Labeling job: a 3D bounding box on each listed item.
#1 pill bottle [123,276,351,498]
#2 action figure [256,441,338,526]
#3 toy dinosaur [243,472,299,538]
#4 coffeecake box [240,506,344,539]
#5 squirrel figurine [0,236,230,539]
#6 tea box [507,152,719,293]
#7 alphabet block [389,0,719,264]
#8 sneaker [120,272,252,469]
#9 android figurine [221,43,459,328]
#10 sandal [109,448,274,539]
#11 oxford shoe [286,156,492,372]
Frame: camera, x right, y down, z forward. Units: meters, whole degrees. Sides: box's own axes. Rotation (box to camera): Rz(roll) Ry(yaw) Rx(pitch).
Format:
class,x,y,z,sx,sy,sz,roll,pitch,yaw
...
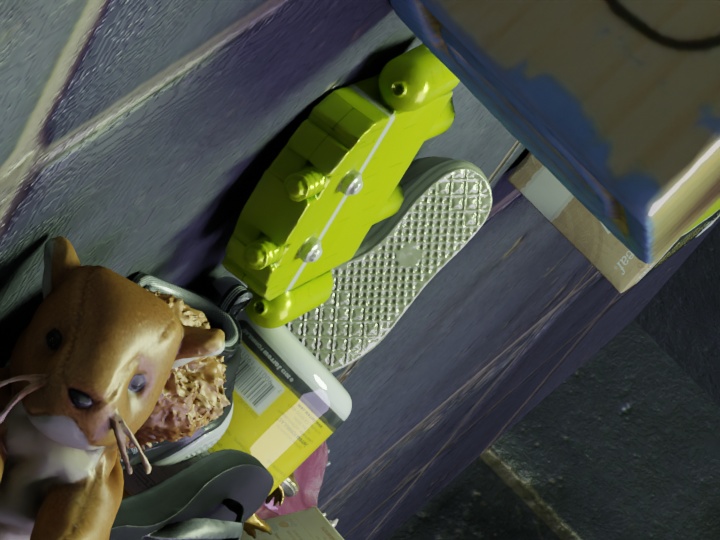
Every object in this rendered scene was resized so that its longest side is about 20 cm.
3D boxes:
class,x,y,z,sx,sy,sz,roll,pitch,yaw
pill bottle,-0.110,0.107,1.643,0.200,0.112,0.112,-44,172,-1
action figure,-0.086,0.133,2.055,0.148,0.135,0.200,-3,164,13
toy dinosaur,-0.087,0.104,1.750,0.200,0.060,0.107,69,21,-58
coffeecake box,-0.099,0.217,1.721,0.199,0.073,0.154,-13,-167,-11
squirrel figurine,-0.141,0.065,1.336,0.187,0.141,0.200,-61,179,28
tea box,0.254,-0.117,2.229,0.200,0.134,0.197,-50,171,32
alphabet block,0.143,-0.144,1.363,0.200,0.195,0.196,-45,174,0
sneaker,-0.135,0.066,1.484,0.200,0.075,0.114,-28,151,-42
android figurine,-0.010,-0.048,1.563,0.182,0.041,0.200,-58,169,21
sandal,-0.108,0.148,1.518,0.200,0.043,0.076,-18,146,-57
oxford shoe,0.000,0.000,1.833,0.200,0.075,0.058,-42,-152,-4
